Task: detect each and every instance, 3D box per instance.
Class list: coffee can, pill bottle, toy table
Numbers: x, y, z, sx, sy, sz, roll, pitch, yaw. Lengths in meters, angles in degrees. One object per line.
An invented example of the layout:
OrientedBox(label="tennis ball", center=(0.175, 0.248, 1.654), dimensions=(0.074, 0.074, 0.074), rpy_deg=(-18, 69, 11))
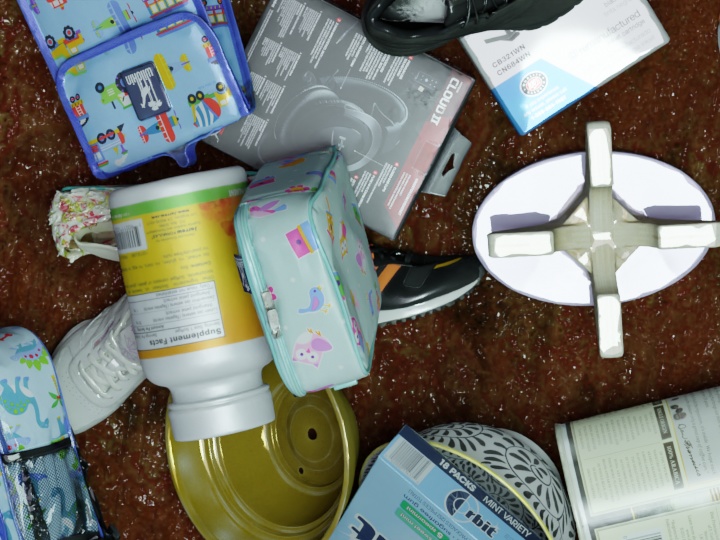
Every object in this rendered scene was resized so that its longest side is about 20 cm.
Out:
OrientedBox(label="coffee can", center=(0.269, 0.172, 1.721), dimensions=(0.199, 0.146, 0.147), rpy_deg=(-13, 95, 5))
OrientedBox(label="pill bottle", center=(-0.125, 0.026, 1.663), dimensions=(0.110, 0.111, 0.202), rpy_deg=(-11, 93, 5))
OrientedBox(label="toy table", center=(0.191, -0.028, 1.721), dimensions=(0.199, 0.117, 0.185), rpy_deg=(-15, 95, 4))

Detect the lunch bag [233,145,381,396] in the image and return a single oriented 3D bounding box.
OrientedBox(label="lunch bag", center=(-0.037, 0.003, 1.629), dimensions=(0.077, 0.200, 0.161), rpy_deg=(-12, 107, 10))

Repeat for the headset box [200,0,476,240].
OrientedBox(label="headset box", center=(-0.008, -0.128, 1.743), dimensions=(0.199, 0.077, 0.150), rpy_deg=(26, 98, 0))

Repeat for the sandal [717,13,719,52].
OrientedBox(label="sandal", center=(0.338, -0.244, 1.715), dimensions=(0.079, 0.059, 0.208), rpy_deg=(10, 97, 3))

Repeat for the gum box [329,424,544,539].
OrientedBox(label="gum box", center=(0.060, 0.238, 1.716), dimensions=(0.170, 0.200, 0.045), rpy_deg=(40, 54, 8))

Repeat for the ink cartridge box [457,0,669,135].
OrientedBox(label="ink cartridge box", center=(0.135, -0.232, 1.718), dimensions=(0.146, 0.084, 0.201), rpy_deg=(-33, 94, 7))

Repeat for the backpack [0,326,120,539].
OrientedBox(label="backpack", center=(-0.313, 0.152, 1.735), dimensions=(0.146, 0.182, 0.202), rpy_deg=(-13, 91, -39))

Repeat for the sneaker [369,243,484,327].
OrientedBox(label="sneaker", center=(0.000, 0.000, 1.759), dimensions=(0.199, 0.070, 0.091), rpy_deg=(-14, 98, 7))

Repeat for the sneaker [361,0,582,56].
OrientedBox(label="sneaker", center=(0.095, -0.211, 1.636), dimensions=(0.199, 0.091, 0.076), rpy_deg=(-21, 93, 7))

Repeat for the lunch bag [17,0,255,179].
OrientedBox(label="lunch bag", center=(-0.173, -0.176, 1.716), dimensions=(0.150, 0.094, 0.201), rpy_deg=(-21, 87, 20))

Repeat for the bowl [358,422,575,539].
OrientedBox(label="bowl", center=(0.105, 0.192, 1.745), dimensions=(0.200, 0.094, 0.202), rpy_deg=(25, 137, 25))

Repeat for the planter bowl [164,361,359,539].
OrientedBox(label="planter bowl", center=(-0.062, 0.140, 1.754), dimensions=(0.199, 0.083, 0.202), rpy_deg=(7, 100, 39))

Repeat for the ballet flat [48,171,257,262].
OrientedBox(label="ballet flat", center=(-0.164, -0.038, 1.758), dimensions=(0.199, 0.076, 0.064), rpy_deg=(-5, 62, 16))

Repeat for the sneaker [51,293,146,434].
OrientedBox(label="sneaker", center=(-0.200, 0.060, 1.765), dimensions=(0.075, 0.100, 0.200), rpy_deg=(43, 99, -4))
